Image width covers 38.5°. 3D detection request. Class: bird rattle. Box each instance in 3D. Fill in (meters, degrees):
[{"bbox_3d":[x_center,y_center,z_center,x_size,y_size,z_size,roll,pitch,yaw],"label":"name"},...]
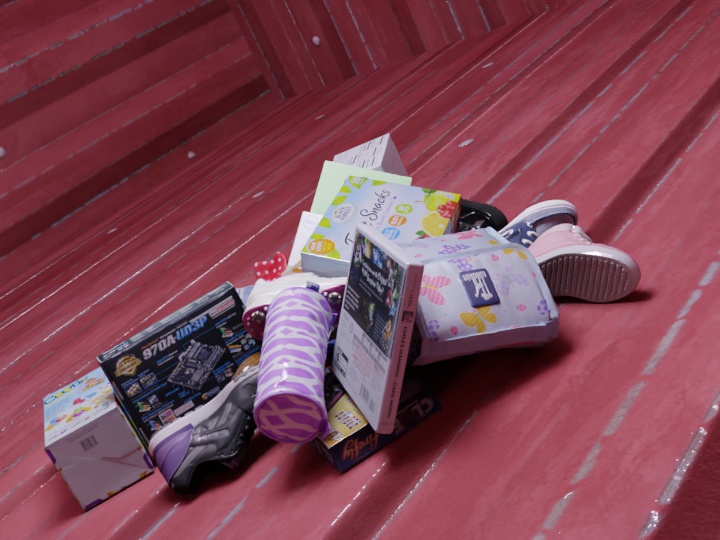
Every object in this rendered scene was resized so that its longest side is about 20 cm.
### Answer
[{"bbox_3d":[-0.121,0.030,1.625,0.200,0.113,0.163,-12,39,43],"label":"bird rattle"}]

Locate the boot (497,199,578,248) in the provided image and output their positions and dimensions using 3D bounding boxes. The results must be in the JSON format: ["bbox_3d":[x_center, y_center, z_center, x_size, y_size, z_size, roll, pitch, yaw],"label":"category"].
[{"bbox_3d":[0.212,-0.021,1.358,0.200,0.073,0.090,-29,26,-3],"label":"boot"}]

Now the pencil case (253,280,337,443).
[{"bbox_3d":[-0.073,0.105,1.176,0.084,0.085,0.200,-55,18,34],"label":"pencil case"}]

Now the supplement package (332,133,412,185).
[{"bbox_3d":[0.023,-0.119,1.741,0.111,0.156,0.200,-20,18,14],"label":"supplement package"}]

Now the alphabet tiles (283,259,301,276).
[{"bbox_3d":[0.000,0.000,1.397,0.166,0.006,0.200,20,42,25],"label":"alphabet tiles"}]

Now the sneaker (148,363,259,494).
[{"bbox_3d":[-0.148,0.193,1.230,0.200,0.076,0.088,-35,57,-1],"label":"sneaker"}]

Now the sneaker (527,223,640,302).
[{"bbox_3d":[0.267,-0.017,1.241,0.105,0.075,0.200,-43,19,-30],"label":"sneaker"}]

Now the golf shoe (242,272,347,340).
[{"bbox_3d":[-0.049,0.030,1.298,0.200,0.075,0.092,-7,37,0],"label":"golf shoe"}]

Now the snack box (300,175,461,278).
[{"bbox_3d":[0.031,-0.040,1.388,0.169,0.068,0.200,12,38,15],"label":"snack box"}]

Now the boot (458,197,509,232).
[{"bbox_3d":[0.105,-0.044,1.542,0.158,0.079,0.211,-34,19,-24],"label":"boot"}]

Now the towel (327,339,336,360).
[{"bbox_3d":[0.055,0.067,1.312,0.145,0.024,0.200,-4,16,30],"label":"towel"}]

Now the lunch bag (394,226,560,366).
[{"bbox_3d":[0.113,0.031,1.173,0.169,0.127,0.200,-8,24,-13],"label":"lunch bag"}]

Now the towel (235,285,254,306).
[{"bbox_3d":[-0.198,0.090,1.588,0.200,0.024,0.147,-8,54,48],"label":"towel"}]

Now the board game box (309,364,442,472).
[{"bbox_3d":[-0.008,0.155,1.201,0.135,0.035,0.200,-30,18,-14],"label":"board game box"}]

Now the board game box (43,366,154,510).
[{"bbox_3d":[-0.356,0.219,1.388,0.105,0.103,0.200,-29,18,-10],"label":"board game box"}]

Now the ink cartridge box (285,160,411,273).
[{"bbox_3d":[-0.015,-0.067,1.538,0.145,0.200,0.048,13,-12,10],"label":"ink cartridge box"}]

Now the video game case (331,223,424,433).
[{"bbox_3d":[0.015,0.057,1.127,0.023,0.182,0.200,6,12,-17],"label":"video game case"}]

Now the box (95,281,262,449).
[{"bbox_3d":[-0.219,0.133,1.354,0.200,0.159,0.046,-31,17,-15],"label":"box"}]

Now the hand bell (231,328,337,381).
[{"bbox_3d":[-0.101,0.098,1.329,0.104,0.104,0.200,-12,14,38],"label":"hand bell"}]
